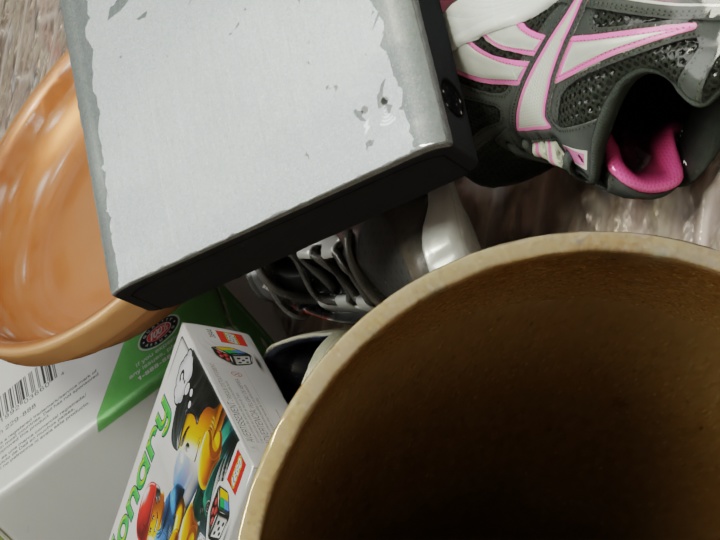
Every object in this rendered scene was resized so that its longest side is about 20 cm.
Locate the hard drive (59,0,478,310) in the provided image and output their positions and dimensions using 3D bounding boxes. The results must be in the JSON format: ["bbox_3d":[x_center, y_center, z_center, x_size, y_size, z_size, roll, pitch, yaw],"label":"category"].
[{"bbox_3d":[-0.043,-0.103,0.865,0.139,0.033,0.201,-24,64,24],"label":"hard drive"}]

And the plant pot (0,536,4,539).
[{"bbox_3d":[-0.166,0.188,1.217,0.190,0.199,0.200,-85,17,-55],"label":"plant pot"}]

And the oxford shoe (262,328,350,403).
[{"bbox_3d":[0.016,0.061,0.909,0.200,0.074,0.071,-169,90,-70],"label":"oxford shoe"}]

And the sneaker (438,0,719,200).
[{"bbox_3d":[0.078,-0.059,0.810,0.200,0.080,0.087,134,132,-65],"label":"sneaker"}]

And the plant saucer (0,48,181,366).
[{"bbox_3d":[-0.097,-0.043,1.044,0.200,0.037,0.201,-32,38,29],"label":"plant saucer"}]

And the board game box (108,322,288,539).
[{"bbox_3d":[-0.073,0.137,0.954,0.126,0.034,0.201,-125,52,-62],"label":"board game box"}]

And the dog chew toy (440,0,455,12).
[{"bbox_3d":[0.001,-0.119,0.931,0.124,0.124,0.201,-34,31,63],"label":"dog chew toy"}]

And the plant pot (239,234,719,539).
[{"bbox_3d":[0.048,0.105,0.666,0.200,0.186,0.187,123,154,-74],"label":"plant pot"}]

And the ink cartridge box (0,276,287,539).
[{"bbox_3d":[-0.113,0.044,1.169,0.146,0.084,0.200,-36,30,8],"label":"ink cartridge box"}]

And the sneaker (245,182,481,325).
[{"bbox_3d":[0.000,0.000,0.943,0.200,0.082,0.077,-148,36,-77],"label":"sneaker"}]
